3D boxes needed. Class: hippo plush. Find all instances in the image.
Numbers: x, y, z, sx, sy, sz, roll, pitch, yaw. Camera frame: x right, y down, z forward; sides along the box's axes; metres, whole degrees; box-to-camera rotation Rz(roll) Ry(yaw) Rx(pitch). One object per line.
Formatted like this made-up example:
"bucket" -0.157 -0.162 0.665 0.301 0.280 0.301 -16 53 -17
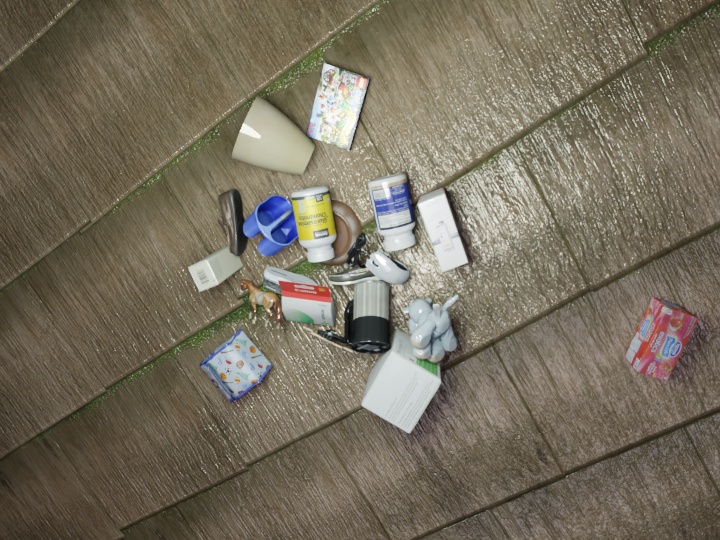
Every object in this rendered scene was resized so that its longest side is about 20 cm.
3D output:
"hippo plush" 0.181 0.156 1.508 0.157 0.160 0.204 -20 120 -24

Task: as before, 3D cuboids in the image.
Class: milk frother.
"milk frother" -0.016 0.128 1.498 0.178 0.199 0.192 -15 60 30

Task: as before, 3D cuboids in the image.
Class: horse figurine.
"horse figurine" -0.305 0.108 1.618 0.197 0.049 0.136 13 104 37

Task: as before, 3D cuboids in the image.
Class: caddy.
"caddy" -0.245 -0.136 1.497 0.104 0.200 0.142 -33 101 32

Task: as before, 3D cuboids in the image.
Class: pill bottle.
"pill bottle" 0.094 -0.166 1.473 0.113 0.116 0.204 -10 103 11
"pill bottle" -0.129 -0.133 1.481 0.109 0.112 0.205 -7 103 10

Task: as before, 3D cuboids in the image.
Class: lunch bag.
"lunch bag" -0.419 0.323 1.680 0.199 0.124 0.171 -35 97 29

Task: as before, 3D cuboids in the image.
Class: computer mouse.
"computer mouse" 0.056 -0.017 1.483 0.197 0.044 0.110 29 118 -12

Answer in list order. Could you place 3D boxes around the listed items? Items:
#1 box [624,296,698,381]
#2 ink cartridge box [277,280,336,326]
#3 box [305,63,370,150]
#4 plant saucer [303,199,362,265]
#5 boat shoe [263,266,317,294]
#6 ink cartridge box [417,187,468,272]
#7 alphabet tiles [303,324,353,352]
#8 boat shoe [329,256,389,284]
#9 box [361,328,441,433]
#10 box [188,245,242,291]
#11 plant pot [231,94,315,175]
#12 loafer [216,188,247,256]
"box" 0.847 0.193 1.460 0.094 0.100 0.204 18 106 3
"ink cartridge box" -0.161 0.102 1.553 0.157 0.201 0.051 7 65 7
"box" -0.064 -0.461 1.460 0.134 0.038 0.204 18 107 4
"plant saucer" -0.093 -0.109 1.558 0.196 0.037 0.205 2 105 9
"boat shoe" -0.212 0.053 1.609 0.197 0.072 0.072 24 123 6
"ink cartridge box" 0.231 -0.117 1.448 0.081 0.147 0.204 -19 102 13
"alphabet tiles" -0.097 0.205 1.561 0.165 0.200 0.008 26 86 1
"boat shoe" 0.000 0.000 1.556 0.196 0.072 0.062 -8 105 2
"box" 0.126 0.326 1.553 0.169 0.199 0.203 28 106 0
"box" -0.430 -0.011 1.549 0.067 0.200 0.084 -21 100 13
"plant pot" -0.235 -0.356 1.455 0.197 0.188 0.190 25 108 -13
"loafer" -0.396 -0.145 1.583 0.069 0.073 0.205 -1 98 18
